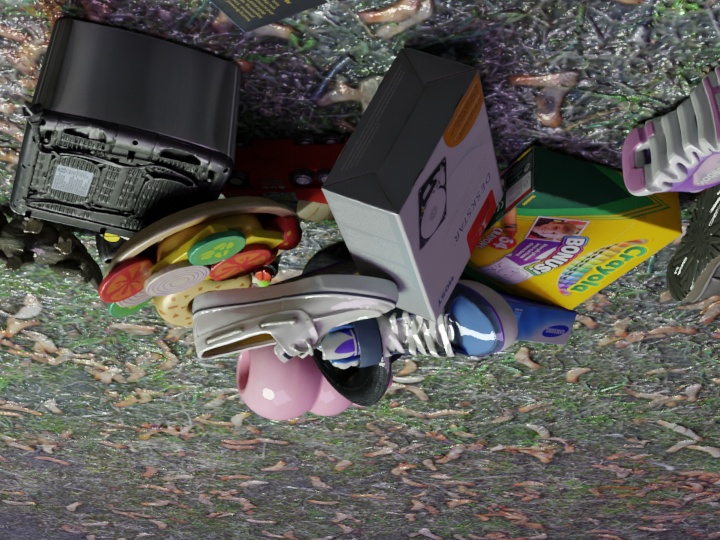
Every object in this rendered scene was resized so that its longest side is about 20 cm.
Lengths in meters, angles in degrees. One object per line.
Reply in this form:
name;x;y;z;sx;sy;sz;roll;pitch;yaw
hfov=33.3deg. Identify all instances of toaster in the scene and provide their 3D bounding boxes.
toaster;-0.211;-0.118;1.077;0.181;0.119;0.200;12;152;-16

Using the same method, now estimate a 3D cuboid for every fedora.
fedora;0.008;0.058;1.386;0.092;0.201;0.201;-21;163;-27

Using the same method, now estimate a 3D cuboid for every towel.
towel;0.000;0.000;1.231;0.200;0.023;0.144;-19;-174;-15

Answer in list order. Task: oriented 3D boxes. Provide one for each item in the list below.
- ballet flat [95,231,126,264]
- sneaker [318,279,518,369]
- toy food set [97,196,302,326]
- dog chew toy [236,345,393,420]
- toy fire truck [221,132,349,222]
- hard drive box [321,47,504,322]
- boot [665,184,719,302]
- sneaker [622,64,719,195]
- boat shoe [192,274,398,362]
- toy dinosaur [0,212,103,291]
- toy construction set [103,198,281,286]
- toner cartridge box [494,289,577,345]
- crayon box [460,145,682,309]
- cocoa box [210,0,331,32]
ballet flat;-0.226;0.003;1.374;0.066;0.057;0.200;-18;145;35
sneaker;0.036;0.064;1.166;0.200;0.146;0.081;15;125;47
toy food set;-0.148;-0.006;1.120;0.200;0.049;0.198;-32;161;30
dog chew toy;-0.054;0.132;1.541;0.200;0.125;0.125;6;153;-22
toy fire truck;-0.037;-0.080;1.202;0.200;0.049;0.141;-1;154;11
hard drive box;0.053;-0.072;1.076;0.077;0.156;0.200;21;159;22
boot;0.417;-0.033;1.176;0.200;0.073;0.182;-2;148;-14
sneaker;0.323;-0.121;1.058;0.088;0.081;0.200;10;157;-26
boat shoe;-0.061;0.050;1.099;0.200;0.070;0.071;-6;161;14
toy dinosaur;-0.339;-0.024;1.316;0.200;0.077;0.102;12;-172;-19
toy construction set;-0.159;-0.028;1.256;0.131;0.092;0.200;-16;152;28
toner cartridge box;0.140;0.042;1.316;0.200;0.043;0.095;9;-168;-46
crayon box;0.199;-0.037;1.241;0.172;0.058;0.200;15;151;-20
cocoa box;-0.076;-0.270;0.754;0.131;0.134;0.200;-14;148;31
